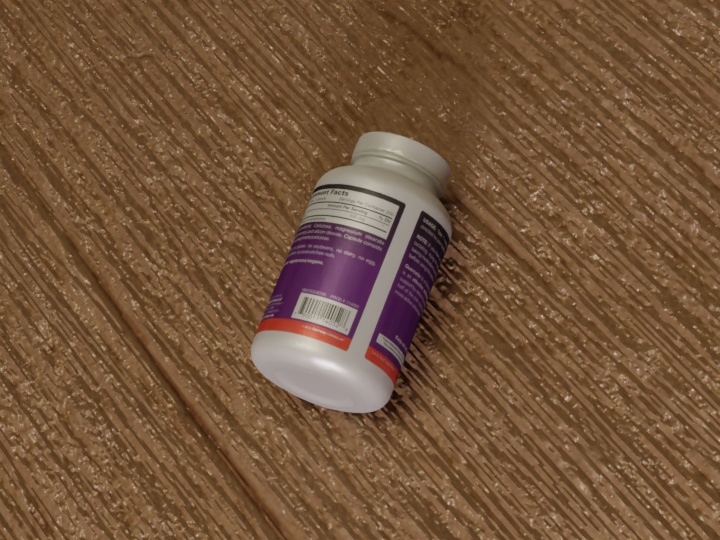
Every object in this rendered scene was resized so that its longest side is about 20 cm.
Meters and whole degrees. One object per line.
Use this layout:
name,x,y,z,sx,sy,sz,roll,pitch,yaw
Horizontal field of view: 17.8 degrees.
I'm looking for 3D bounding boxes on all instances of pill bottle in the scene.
pill bottle,0.000,0.000,1.742,0.112,0.112,0.200,10,68,32
